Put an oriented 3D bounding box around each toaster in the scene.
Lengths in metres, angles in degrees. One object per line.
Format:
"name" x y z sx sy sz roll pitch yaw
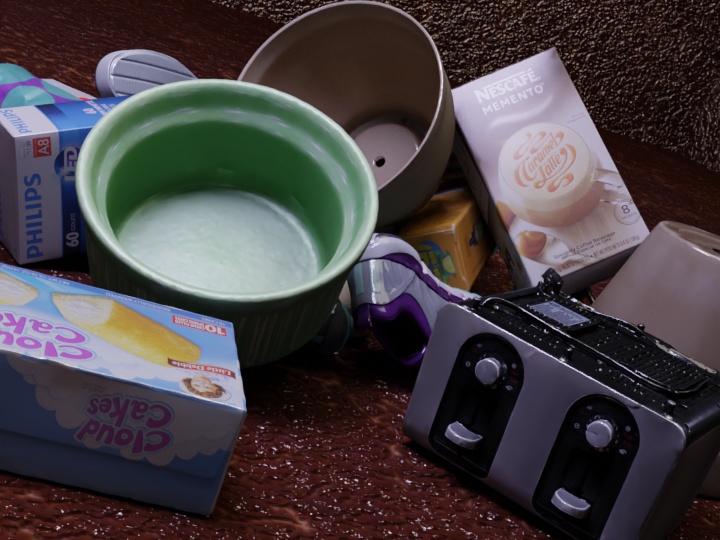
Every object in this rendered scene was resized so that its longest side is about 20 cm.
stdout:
"toaster" 0.150 0.093 0.800 0.181 0.119 0.200 29 18 26

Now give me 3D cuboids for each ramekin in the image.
"ramekin" -0.094 -0.029 0.800 0.200 0.098 0.200 8 49 -9

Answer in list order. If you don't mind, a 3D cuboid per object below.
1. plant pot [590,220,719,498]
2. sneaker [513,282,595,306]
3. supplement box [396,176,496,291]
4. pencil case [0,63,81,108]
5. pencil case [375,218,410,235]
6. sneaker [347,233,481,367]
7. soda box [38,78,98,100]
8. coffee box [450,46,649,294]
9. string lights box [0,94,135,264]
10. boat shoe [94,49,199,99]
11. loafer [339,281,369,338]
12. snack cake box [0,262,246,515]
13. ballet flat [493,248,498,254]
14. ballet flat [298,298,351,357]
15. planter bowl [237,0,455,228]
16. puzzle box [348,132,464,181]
"plant pot" 0.267 0.061 0.958 0.200 0.174 0.200 20 16 -6
"sneaker" 0.181 -0.025 1.102 0.070 0.090 0.200 7 63 -67
"supplement box" 0.090 -0.036 1.116 0.069 0.067 0.200 -10 15 19
"pencil case" -0.250 -0.103 1.006 0.200 0.085 0.092 29 38 21
"pencil case" -0.015 -0.059 1.174 0.200 0.078 0.089 7 15 -41
"sneaker" 0.052 0.053 0.919 0.200 0.074 0.088 33 43 -39
"soda box" -0.231 -0.113 1.096 0.200 0.068 0.063 23 14 10
"coffee box" 0.162 -0.081 1.044 0.080 0.114 0.200 74 -7 -72
"string lights box" -0.174 -0.077 0.889 0.200 0.103 0.059 -13 33 -31
"boat shoe" -0.161 -0.136 1.018 0.062 0.072 0.200 -5 -14 35
"loafer" 0.000 0.000 1.012 0.076 0.068 0.200 20 16 -2
"snack cake box" -0.168 0.054 0.624 0.200 0.067 0.115 16 16 -16
"ballet flat" 0.067 -0.063 1.325 0.200 0.067 0.070 15 2 -26
"ballet flat" -0.074 0.002 0.917 0.073 0.073 0.200 11 21 -31
"planter bowl" -0.001 -0.116 1.034 0.200 0.200 0.135 30 -7 31
"puzzle box" 0.073 -0.114 1.178 0.200 0.025 0.133 -3 -8 5
